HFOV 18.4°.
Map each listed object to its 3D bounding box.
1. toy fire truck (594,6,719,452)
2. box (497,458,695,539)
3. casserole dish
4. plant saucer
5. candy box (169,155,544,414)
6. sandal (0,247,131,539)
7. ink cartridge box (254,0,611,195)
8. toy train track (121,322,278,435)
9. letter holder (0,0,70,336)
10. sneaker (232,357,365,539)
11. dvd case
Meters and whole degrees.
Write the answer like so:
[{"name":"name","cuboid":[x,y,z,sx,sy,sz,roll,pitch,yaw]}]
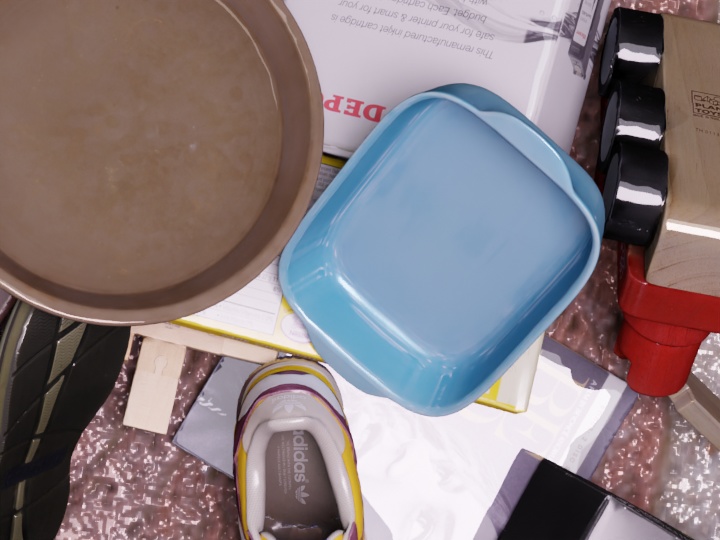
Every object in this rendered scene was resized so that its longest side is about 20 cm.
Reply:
[{"name":"toy fire truck","cuboid":[0.167,-0.004,1.116,0.128,0.176,0.200,11,130,-3]},{"name":"box","cuboid":[0.158,0.201,1.090,0.200,0.149,0.125,30,88,-8]},{"name":"casserole dish","cuboid":[0.041,-0.012,1.049,0.121,0.200,0.039,41,44,2]},{"name":"plant saucer","cuboid":[-0.116,-0.071,1.049,0.199,0.029,0.201,3,79,-15]},{"name":"candy box","cuboid":[0.000,0.000,1.129,0.199,0.026,0.103,16,79,-9]},{"name":"sandal","cuboid":[-0.173,0.072,1.099,0.057,0.080,0.201,36,117,29]},{"name":"ink cartridge box","cuboid":[0.047,-0.143,1.108,0.145,0.083,0.201,15,90,19]},{"name":"toy train track","cuboid":[-0.088,-0.015,1.146,0.114,0.033,0.201,14,82,-7]},{"name":"letter holder","cuboid":[-0.196,-0.028,1.108,0.142,0.101,0.200,30,88,-4]},{"name":"sneaker","cuboid":[-0.029,0.149,1.102,0.075,0.090,0.201,-10,104,2]},{"name":"dvd case","cuboid":[0.024,0.076,1.158,0.200,0.016,0.149,31,88,-2]}]
